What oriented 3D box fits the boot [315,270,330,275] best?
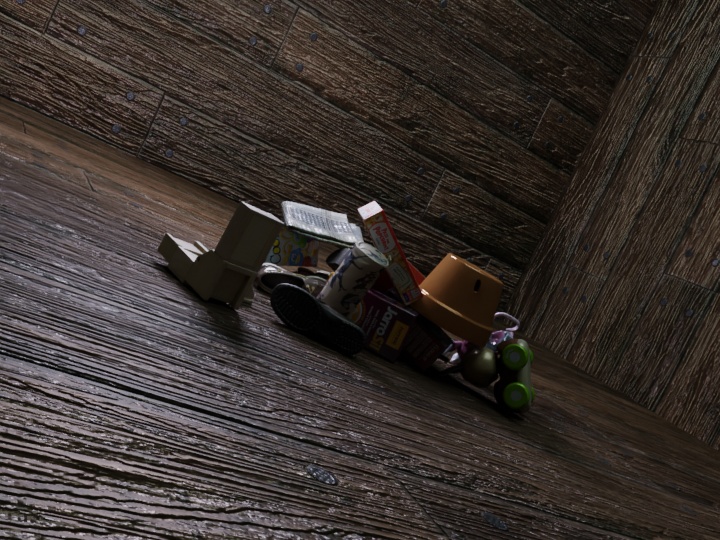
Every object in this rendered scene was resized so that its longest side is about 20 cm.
[{"bbox_3d":[-0.022,0.058,2.065,0.150,0.074,0.199,28,9,36],"label":"boot"}]

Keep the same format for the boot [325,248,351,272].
[{"bbox_3d":[0.000,0.000,1.686,0.076,0.074,0.200,57,-19,-22],"label":"boot"}]

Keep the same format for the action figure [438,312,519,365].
[{"bbox_3d":[0.274,0.180,1.875,0.134,0.149,0.200,34,-29,-7],"label":"action figure"}]

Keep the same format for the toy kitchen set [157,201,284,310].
[{"bbox_3d":[-0.230,-0.044,1.406,0.163,0.181,0.200,22,10,-46],"label":"toy kitchen set"}]

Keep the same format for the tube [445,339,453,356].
[{"bbox_3d":[0.168,0.173,2.039,0.052,0.058,0.200,-27,31,-27],"label":"tube"}]

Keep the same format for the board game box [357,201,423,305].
[{"bbox_3d":[0.061,-0.039,1.616,0.201,0.046,0.152,64,1,-14],"label":"board game box"}]

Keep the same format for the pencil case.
[{"bbox_3d":[-0.022,0.039,1.514,0.089,0.201,0.078,27,14,-34],"label":"pencil case"}]

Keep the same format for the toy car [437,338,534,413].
[{"bbox_3d":[0.273,0.231,1.679,0.199,0.159,0.164,-3,-8,17],"label":"toy car"}]

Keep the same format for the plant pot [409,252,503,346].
[{"bbox_3d":[0.217,0.055,1.668,0.199,0.141,0.200,28,7,-4],"label":"plant pot"}]

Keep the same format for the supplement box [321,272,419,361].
[{"bbox_3d":[0.009,0.095,1.608,0.199,0.111,0.086,27,5,9],"label":"supplement box"}]

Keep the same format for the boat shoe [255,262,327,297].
[{"bbox_3d":[-0.136,0.041,1.688,0.199,0.072,0.060,21,12,-13],"label":"boat shoe"}]

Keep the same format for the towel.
[{"bbox_3d":[-0.087,-0.109,1.816,0.199,0.035,0.193,16,18,-15],"label":"towel"}]

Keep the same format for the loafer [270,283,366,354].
[{"bbox_3d":[-0.082,0.094,1.443,0.199,0.073,0.071,34,-1,-2],"label":"loafer"}]

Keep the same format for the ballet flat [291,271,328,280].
[{"bbox_3d":[-0.099,0.046,1.794,0.199,0.070,0.071,13,20,26],"label":"ballet flat"}]

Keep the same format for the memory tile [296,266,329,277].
[{"bbox_3d":[-0.056,0.049,1.887,0.199,0.017,0.153,16,-20,19],"label":"memory tile"}]

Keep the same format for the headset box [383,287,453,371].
[{"bbox_3d":[0.120,0.134,1.707,0.200,0.075,0.149,46,11,9],"label":"headset box"}]

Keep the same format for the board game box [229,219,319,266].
[{"bbox_3d":[-0.205,-0.064,1.829,0.103,0.106,0.199,6,3,44],"label":"board game box"}]

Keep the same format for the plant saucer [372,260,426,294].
[{"bbox_3d":[0.057,0.029,1.828,0.199,0.037,0.200,-7,-33,37],"label":"plant saucer"}]
